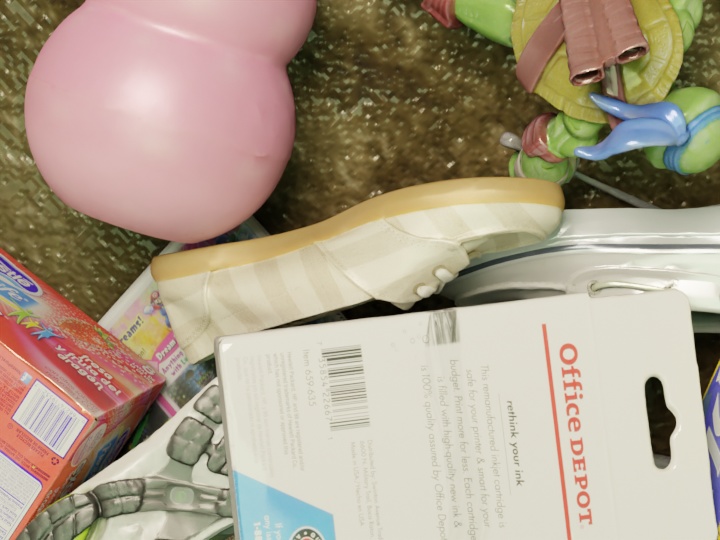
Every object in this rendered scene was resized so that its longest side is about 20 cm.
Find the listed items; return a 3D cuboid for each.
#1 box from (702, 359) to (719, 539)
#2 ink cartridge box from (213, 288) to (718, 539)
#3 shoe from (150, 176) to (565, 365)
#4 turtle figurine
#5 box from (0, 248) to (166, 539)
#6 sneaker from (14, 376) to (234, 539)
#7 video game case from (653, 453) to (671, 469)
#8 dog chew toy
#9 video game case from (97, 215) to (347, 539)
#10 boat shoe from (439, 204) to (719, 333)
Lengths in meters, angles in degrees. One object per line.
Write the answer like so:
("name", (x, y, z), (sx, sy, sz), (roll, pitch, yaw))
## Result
("box", (0.190, 0.061, 0.734), (0.064, 0.070, 0.201), (14, 107, -19))
("ink cartridge box", (0.042, 0.074, 0.738), (0.198, 0.067, 0.117), (-6, 87, -7))
("shoe", (0.000, 0.000, 0.784), (0.199, 0.070, 0.054), (-13, 82, 20))
("turtle figurine", (0.102, -0.113, 0.790), (0.194, 0.200, 0.144), (46, 134, 15))
("box", (-0.208, 0.039, 0.820), (0.199, 0.095, 0.103), (36, 104, 8))
("sneaker", (-0.072, 0.092, 0.799), (0.199, 0.081, 0.074), (-30, 92, -3))
("video game case", (0.054, 0.165, 0.861), (0.198, 0.022, 0.184), (12, 87, 2))
("dog chew toy", (-0.076, -0.118, 0.782), (0.124, 0.125, 0.201), (17, 97, 0))
("video game case", (-0.073, 0.095, 0.849), (0.200, 0.024, 0.182), (-47, 75, 13))
("boat shoe", (0.126, 0.009, 0.797), (0.199, 0.073, 0.067), (-6, 77, 22))
